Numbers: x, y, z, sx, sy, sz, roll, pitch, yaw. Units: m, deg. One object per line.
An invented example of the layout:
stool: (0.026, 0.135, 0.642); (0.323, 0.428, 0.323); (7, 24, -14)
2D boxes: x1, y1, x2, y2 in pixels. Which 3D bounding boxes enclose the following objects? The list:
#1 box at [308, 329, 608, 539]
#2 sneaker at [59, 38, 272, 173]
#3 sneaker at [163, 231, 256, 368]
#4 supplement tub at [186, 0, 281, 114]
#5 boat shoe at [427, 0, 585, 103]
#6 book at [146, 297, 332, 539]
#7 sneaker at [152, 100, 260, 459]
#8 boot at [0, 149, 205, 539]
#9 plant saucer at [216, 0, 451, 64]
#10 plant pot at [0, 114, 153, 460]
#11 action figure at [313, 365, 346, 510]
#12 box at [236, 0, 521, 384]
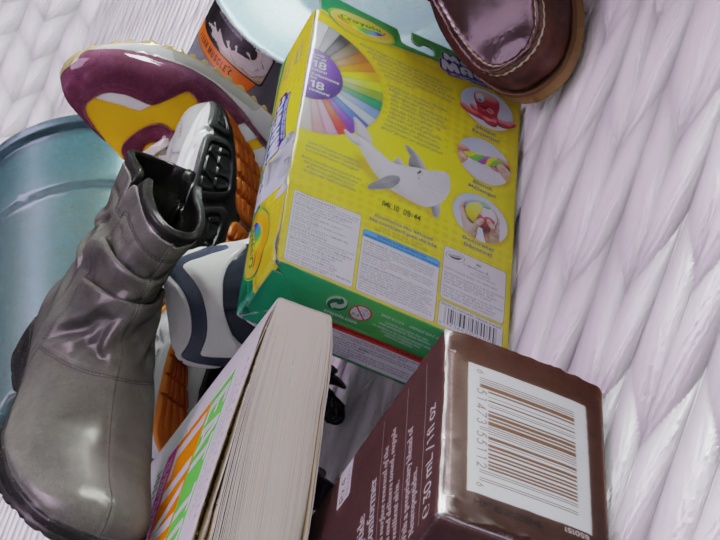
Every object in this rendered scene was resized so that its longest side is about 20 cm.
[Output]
box: (0.016, 0.128, 0.840); (0.100, 0.075, 0.200); (-86, 22, -50)
sneaker: (-0.084, -0.048, 1.201); (0.075, 0.200, 0.090); (-33, 34, 47)
sneaker: (0.000, 0.000, 1.101); (0.199, 0.129, 0.080); (-9, -86, -66)
supplement tub: (-0.017, -0.159, 1.272); (0.200, 0.122, 0.123); (-60, 16, 26)
boat shoe: (0.049, -0.167, 1.050); (0.070, 0.070, 0.200); (-35, 49, 20)
book: (-0.068, 0.111, 0.943); (0.200, 0.048, 0.134); (129, 158, -57)
sneaker: (-0.113, 0.001, 1.124); (0.092, 0.076, 0.200); (-1, 62, 26)
boot: (-0.111, 0.028, 0.978); (0.131, 0.068, 0.200); (-61, 23, 21)
plant saucer: (0.015, -0.185, 1.151); (0.039, 0.201, 0.201); (51, -125, -65)
plant pot: (-0.160, 0.038, 1.390); (0.200, 0.200, 0.196); (128, 151, -46)
action figure: (-0.052, 0.109, 1.124); (0.200, 0.069, 0.130); (-125, 52, -77)
box: (0.013, -0.041, 1.007); (0.048, 0.117, 0.200); (-52, 20, 43)
